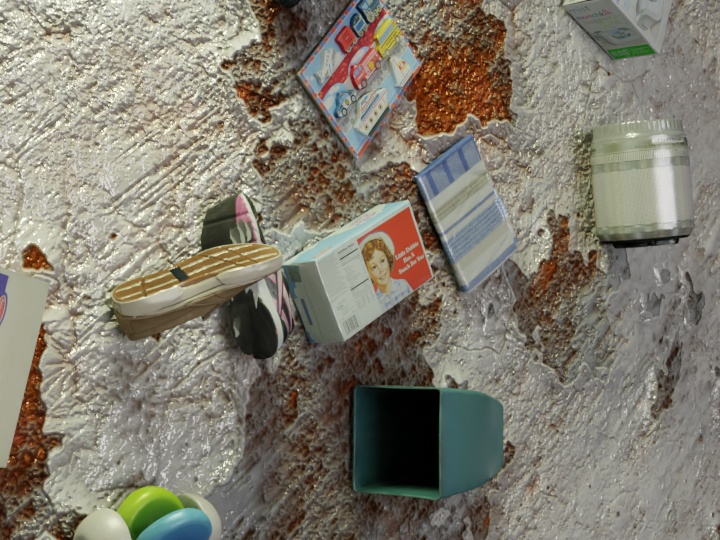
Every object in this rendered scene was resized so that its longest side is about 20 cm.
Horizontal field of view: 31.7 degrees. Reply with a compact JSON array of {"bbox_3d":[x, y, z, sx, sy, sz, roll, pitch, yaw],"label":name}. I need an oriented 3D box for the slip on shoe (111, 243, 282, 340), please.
[{"bbox_3d":[-0.182,0.025,1.440,0.199,0.076,0.061,-21,120,-20],"label":"slip on shoe"}]

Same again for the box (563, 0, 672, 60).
[{"bbox_3d":[0.438,-0.486,2.118,0.176,0.096,0.201,34,65,-41],"label":"box"}]

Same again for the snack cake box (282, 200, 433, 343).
[{"bbox_3d":[0.000,0.000,1.664,0.200,0.067,0.115,-33,109,-42],"label":"snack cake box"}]

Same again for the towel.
[{"bbox_3d":[0.157,-0.082,1.860,0.147,0.024,0.201,-40,114,-37],"label":"towel"}]

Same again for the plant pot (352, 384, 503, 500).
[{"bbox_3d":[0.105,0.224,1.715,0.200,0.141,0.142,4,85,-53],"label":"plant pot"}]

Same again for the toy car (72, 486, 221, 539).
[{"bbox_3d":[-0.209,0.337,1.373,0.175,0.150,0.201,0,88,-45],"label":"toy car"}]

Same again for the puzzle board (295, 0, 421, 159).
[{"bbox_3d":[0.005,-0.273,1.719,0.151,0.017,0.200,53,54,-30],"label":"puzzle board"}]

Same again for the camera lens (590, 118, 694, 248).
[{"bbox_3d":[0.460,-0.140,2.073,0.160,0.160,0.201,-7,93,-45],"label":"camera lens"}]

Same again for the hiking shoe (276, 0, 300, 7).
[{"bbox_3d":[-0.042,-0.400,1.637,0.087,0.074,0.200,49,56,-31],"label":"hiking shoe"}]

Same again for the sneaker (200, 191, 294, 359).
[{"bbox_3d":[-0.131,0.003,1.539,0.086,0.080,0.201,-29,110,-64],"label":"sneaker"}]

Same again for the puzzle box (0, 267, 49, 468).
[{"bbox_3d":[-0.397,0.090,1.283,0.133,0.025,0.201,24,71,-42],"label":"puzzle box"}]
